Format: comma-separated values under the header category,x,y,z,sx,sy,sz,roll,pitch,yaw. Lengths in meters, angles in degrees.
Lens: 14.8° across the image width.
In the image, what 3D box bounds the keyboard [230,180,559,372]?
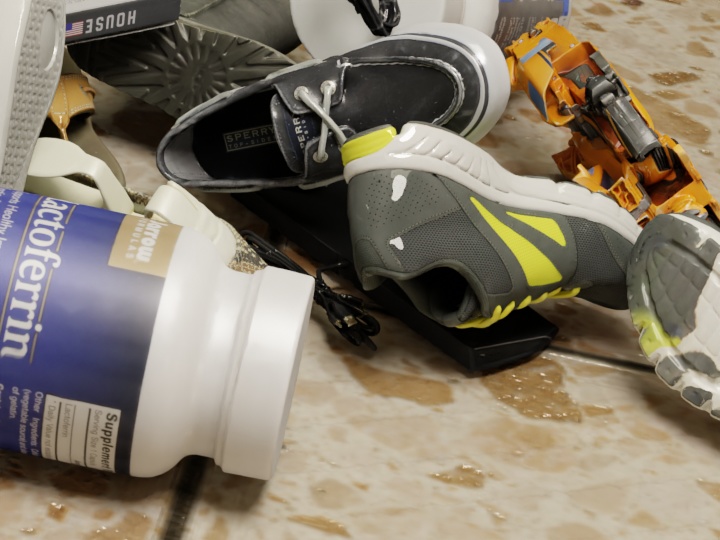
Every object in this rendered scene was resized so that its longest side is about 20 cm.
category,x,y,z,sx,sy,sz,roll,pitch,yaw
keyboard,0.000,0.000,1.449,0.127,0.021,0.200,-8,32,-43

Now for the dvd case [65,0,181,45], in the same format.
category,x,y,z,sx,sy,sz,roll,pitch,yaw
dvd case,-0.212,-0.174,1.494,0.150,0.025,0.200,-16,39,-36

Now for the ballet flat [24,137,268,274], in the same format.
category,x,y,z,sx,sy,sz,roll,pitch,yaw
ballet flat,-0.124,-0.022,1.380,0.199,0.076,0.068,21,46,16

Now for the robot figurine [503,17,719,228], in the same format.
category,x,y,z,sx,sy,sz,roll,pitch,yaw
robot figurine,0.142,-0.060,1.515,0.058,0.145,0.200,-35,28,3

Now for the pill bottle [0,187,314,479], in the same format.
category,x,y,z,sx,sy,sz,roll,pitch,yaw
pill bottle,-0.126,0.029,1.245,0.199,0.116,0.116,12,28,0

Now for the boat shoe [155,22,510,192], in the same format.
category,x,y,z,sx,sy,sz,roll,pitch,yaw
boat shoe,-0.019,-0.078,1.415,0.199,0.072,0.068,-8,10,34

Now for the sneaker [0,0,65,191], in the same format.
category,x,y,z,sx,sy,sz,roll,pitch,yaw
sneaker,-0.217,-0.079,1.347,0.118,0.202,0.074,12,-9,13

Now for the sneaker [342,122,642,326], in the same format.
category,x,y,z,sx,sy,sz,roll,pitch,yaw
sneaker,0.065,-0.005,1.387,0.199,0.085,0.074,20,-22,-35

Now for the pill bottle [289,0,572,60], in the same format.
category,x,y,z,sx,sy,sz,roll,pitch,yaw
pill bottle,0.041,-0.158,1.604,0.113,0.114,0.200,22,13,19

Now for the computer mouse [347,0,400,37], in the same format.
category,x,y,z,sx,sy,sz,roll,pitch,yaw
computer mouse,0.021,-0.093,1.484,0.034,0.201,0.059,-21,11,22

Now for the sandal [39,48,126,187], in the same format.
category,x,y,z,sx,sy,sz,roll,pitch,yaw
sandal,-0.173,-0.091,1.512,0.080,0.054,0.200,3,29,-15

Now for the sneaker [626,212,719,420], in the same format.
category,x,y,z,sx,sy,sz,roll,pitch,yaw
sneaker,0.212,0.050,1.372,0.200,0.075,0.084,49,29,19

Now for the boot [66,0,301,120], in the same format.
category,x,y,z,sx,sy,sz,roll,pitch,yaw
boot,-0.066,-0.122,1.590,0.181,0.073,0.200,33,13,9
